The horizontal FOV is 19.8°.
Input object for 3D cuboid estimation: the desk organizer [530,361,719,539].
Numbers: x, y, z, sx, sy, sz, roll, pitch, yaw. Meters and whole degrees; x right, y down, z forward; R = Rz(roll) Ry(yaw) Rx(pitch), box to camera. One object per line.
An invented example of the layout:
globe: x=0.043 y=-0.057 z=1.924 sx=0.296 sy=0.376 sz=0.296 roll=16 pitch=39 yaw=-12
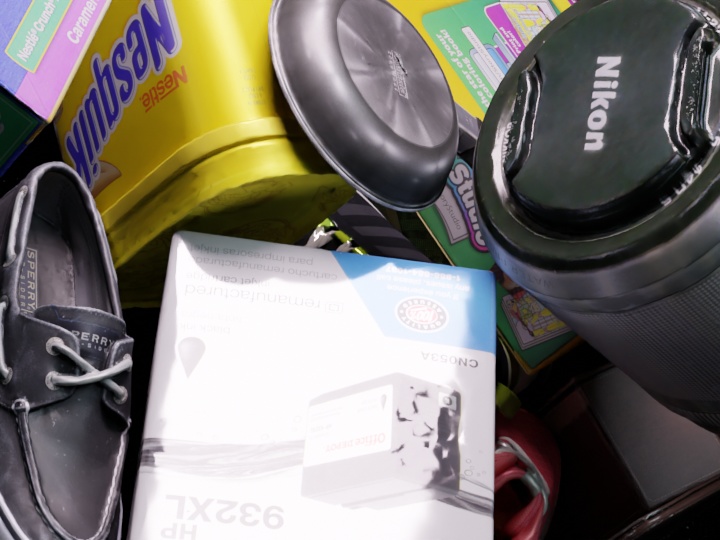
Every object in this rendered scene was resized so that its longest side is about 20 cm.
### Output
desk organizer: x=0.186 y=0.075 z=1.115 sx=0.199 sy=0.072 sz=0.077 roll=-20 pitch=73 yaw=-35

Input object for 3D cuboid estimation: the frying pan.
frying pan: x=0.030 y=-0.057 z=0.915 sx=0.190 sy=0.031 sz=0.115 roll=41 pitch=36 yaw=-25

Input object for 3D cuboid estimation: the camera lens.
camera lens: x=0.158 y=-0.025 z=0.919 sx=0.200 sy=0.160 sz=0.161 roll=37 pitch=32 yaw=-42

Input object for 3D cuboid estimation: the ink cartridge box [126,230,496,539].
ink cartridge box: x=-0.021 y=0.093 z=0.847 sx=0.144 sy=0.084 sz=0.201 roll=8 pitch=51 yaw=-5

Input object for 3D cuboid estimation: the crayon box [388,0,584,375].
crayon box: x=0.089 y=-0.064 z=1.076 sx=0.172 sy=0.058 sz=0.201 roll=-25 pitch=78 yaw=-52

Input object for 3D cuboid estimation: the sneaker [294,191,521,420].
sneaker: x=0.000 y=0.000 z=0.994 sx=0.200 sy=0.072 sz=0.083 roll=37 pitch=-7 yaw=2

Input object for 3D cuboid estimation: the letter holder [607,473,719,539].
letter holder: x=0.167 y=0.162 z=0.991 sx=0.200 sy=0.142 sz=0.101 roll=-16 pitch=68 yaw=-53

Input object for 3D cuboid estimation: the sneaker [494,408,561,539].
sneaker: x=0.065 y=0.116 z=0.977 sx=0.074 sy=0.087 sz=0.200 roll=47 pitch=34 yaw=-1

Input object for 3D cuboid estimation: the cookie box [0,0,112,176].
cookie box: x=-0.175 y=-0.064 z=0.799 sx=0.075 sy=0.200 sz=0.172 roll=35 pitch=36 yaw=-15

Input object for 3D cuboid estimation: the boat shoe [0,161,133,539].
boat shoe: x=-0.125 y=0.042 z=0.863 sx=0.071 sy=0.068 sz=0.201 roll=20 pitch=43 yaw=-33

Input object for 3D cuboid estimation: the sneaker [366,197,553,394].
sneaker: x=0.010 y=-0.004 z=1.062 sx=0.088 sy=0.077 sz=0.200 roll=-33 pitch=77 yaw=-39

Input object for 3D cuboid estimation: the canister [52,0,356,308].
canister: x=-0.089 y=-0.103 z=0.944 sx=0.086 sy=0.148 sz=0.201 roll=-3 pitch=68 yaw=-40
